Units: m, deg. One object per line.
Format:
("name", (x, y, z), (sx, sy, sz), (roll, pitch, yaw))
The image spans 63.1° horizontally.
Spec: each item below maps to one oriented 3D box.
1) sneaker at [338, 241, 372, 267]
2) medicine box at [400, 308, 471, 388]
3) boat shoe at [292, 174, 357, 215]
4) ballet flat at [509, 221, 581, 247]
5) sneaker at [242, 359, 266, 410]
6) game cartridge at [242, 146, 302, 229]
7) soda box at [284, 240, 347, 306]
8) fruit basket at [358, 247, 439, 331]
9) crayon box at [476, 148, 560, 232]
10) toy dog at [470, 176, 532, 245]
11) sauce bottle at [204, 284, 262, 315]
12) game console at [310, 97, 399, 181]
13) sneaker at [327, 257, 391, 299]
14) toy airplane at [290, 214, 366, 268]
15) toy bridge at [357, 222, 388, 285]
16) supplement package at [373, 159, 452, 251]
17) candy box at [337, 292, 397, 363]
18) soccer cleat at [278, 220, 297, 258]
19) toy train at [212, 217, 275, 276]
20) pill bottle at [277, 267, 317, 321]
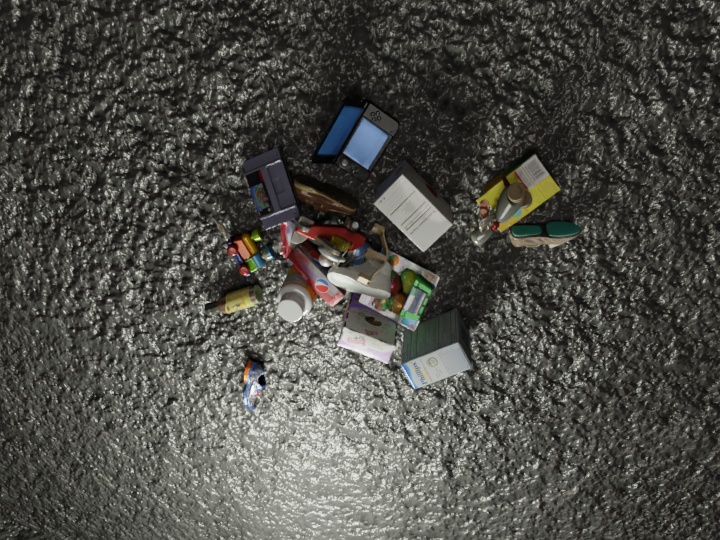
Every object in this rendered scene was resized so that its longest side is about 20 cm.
("sneaker", (-0.031, -0.005, 1.767), (0.076, 0.076, 0.202), (28, 117, -7))
("medicine box", (0.231, 0.239, 1.802), (0.196, 0.184, 0.104), (-25, 113, 20))
("boat shoe", (-0.104, -0.204, 1.679), (0.195, 0.073, 0.069), (23, 125, 2))
("ballet flat", (0.520, -0.097, 1.659), (0.193, 0.069, 0.068), (1, 139, 14))
("sneaker", (-0.367, 0.406, 2.039), (0.076, 0.076, 0.205), (7, 121, 0))
("game cartridge", (-0.252, -0.230, 1.663), (0.126, 0.038, 0.206), (-17, 95, 16))
("soda box", (-0.124, 0.007, 1.709), (0.200, 0.070, 0.063), (46, 119, -9))
("fruit basket", (0.114, 0.058, 1.761), (0.196, 0.094, 0.189), (26, 102, 2))
("crayon box", (0.428, -0.216, 1.606), (0.198, 0.051, 0.127), (-37, 108, 23))
("toy dog", (0.360, -0.170, 1.554), (0.197, 0.097, 0.133), (-34, 154, -7))
("sauce bottle", (-0.409, 0.101, 1.886), (0.195, 0.065, 0.066), (-18, 115, 18))
("game console", (-0.014, -0.340, 1.562), (0.168, 0.119, 0.202), (31, 119, -9))
("sneaker", (0.000, 0.000, 1.694), (0.195, 0.119, 0.074), (18, 149, -18))
("toy airplane", (-0.103, -0.080, 1.643), (0.194, 0.199, 0.146), (13, 108, 22))
("toy bridge", (0.044, -0.040, 1.674), (0.066, 0.204, 0.027), (23, 146, -11))
("supplement package", (0.148, -0.180, 1.623), (0.199, 0.122, 0.119), (42, 116, -15))
("candy box", (0.027, 0.169, 1.782), (0.163, 0.202, 0.073), (21, 120, -4))
("soccer cleat", (-0.204, -0.133, 1.741), (0.075, 0.066, 0.206), (-10, 114, -30))
("toy train", (-0.348, -0.095, 1.766), (0.113, 0.085, 0.203), (-24, 113, 8))
("pill bottle", (-0.182, 0.059, 1.747), (0.106, 0.202, 0.112), (6, 125, 9))
